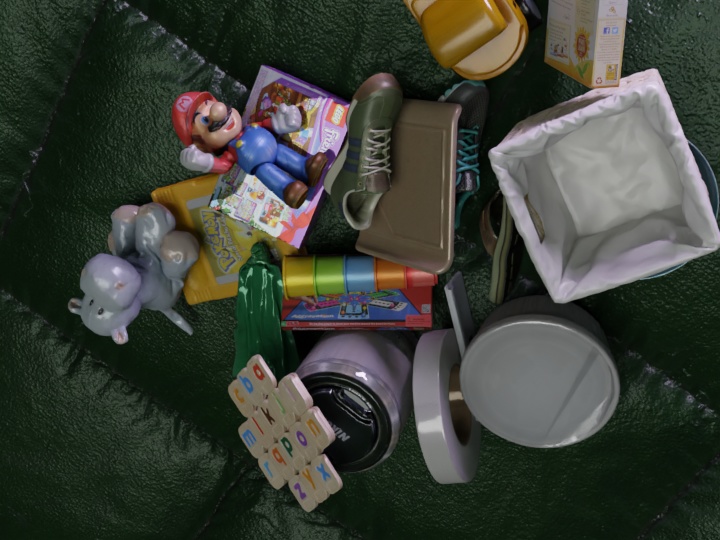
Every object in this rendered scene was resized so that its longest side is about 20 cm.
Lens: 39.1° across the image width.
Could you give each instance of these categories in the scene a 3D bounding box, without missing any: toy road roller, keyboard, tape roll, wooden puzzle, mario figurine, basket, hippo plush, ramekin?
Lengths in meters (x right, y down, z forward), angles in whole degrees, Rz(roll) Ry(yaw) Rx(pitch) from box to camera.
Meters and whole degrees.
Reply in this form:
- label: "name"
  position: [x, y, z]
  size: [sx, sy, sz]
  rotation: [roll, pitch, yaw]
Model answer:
- label: "toy road roller"
  position: [0.110, -0.311, 1.145]
  size: [0.123, 0.146, 0.200]
  rotation: [-31, 100, 26]
- label: "keyboard"
  position: [0.146, 0.102, 1.360]
  size: [0.011, 0.056, 0.201]
  rotation: [-6, 110, 24]
- label: "tape roll"
  position: [0.115, 0.175, 1.321]
  size: [0.037, 0.203, 0.203]
  rotation: [-9, 109, 20]
- label: "wooden puzzle"
  position: [0.060, -0.109, 1.245]
  size: [0.185, 0.037, 0.201]
  rotation: [19, 108, 52]
- label: "mario figurine"
  position: [-0.142, -0.161, 1.244]
  size: [0.200, 0.123, 0.106]
  rotation: [30, 116, 2]
- label: "basket"
  position: [0.280, -0.102, 1.143]
  size: [0.199, 0.161, 0.199]
  rotation: [-21, 105, 25]
- label: "hippo plush"
  position: [-0.331, 0.011, 1.395]
  size: [0.159, 0.161, 0.200]
  rotation: [35, 134, 21]
- label: "ramekin"
  position: [0.233, 0.123, 1.309]
  size: [0.202, 0.094, 0.203]
  rotation: [6, 121, 11]

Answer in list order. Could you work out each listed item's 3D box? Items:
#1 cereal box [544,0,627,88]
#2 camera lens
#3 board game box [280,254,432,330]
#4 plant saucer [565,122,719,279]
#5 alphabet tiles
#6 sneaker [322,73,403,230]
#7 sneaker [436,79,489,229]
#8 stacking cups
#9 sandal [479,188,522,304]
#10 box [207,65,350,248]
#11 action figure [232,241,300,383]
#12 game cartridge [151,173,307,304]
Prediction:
- label: "cereal box"
  position: [0.248, -0.313, 1.104]
  size: [0.039, 0.144, 0.201]
  rotation: [-4, 114, -10]
- label: "camera lens"
  position: [-0.007, 0.160, 1.352]
  size: [0.159, 0.200, 0.161]
  rotation: [6, 114, 15]
- label: "board game box"
  position: [-0.004, 0.028, 1.344]
  size: [0.199, 0.019, 0.103]
  rotation: [-1, 68, 8]
- label: "plant saucer"
  position: [0.332, -0.086, 1.238]
  size: [0.199, 0.027, 0.201]
  rotation: [6, 114, 14]
- label: "alphabet tiles"
  position: [-0.096, 0.207, 1.288]
  size: [0.196, 0.015, 0.200]
  rotation: [55, 144, 11]
- label: "sneaker"
  position: [0.016, -0.132, 1.217]
  size: [0.090, 0.067, 0.200]
  rotation: [65, 147, 32]
- label: "sneaker"
  position: [0.121, -0.134, 1.240]
  size: [0.091, 0.077, 0.200]
  rotation: [53, 136, 43]
- label: "stacking cups"
  position: [0.000, 0.000, 1.315]
  size: [0.199, 0.061, 0.061]
  rotation: [-5, 111, 3]
- label: "sandal"
  position: [0.176, -0.051, 1.277]
  size: [0.057, 0.080, 0.202]
  rotation: [20, 118, 24]
- label: "box"
  position: [-0.099, -0.147, 1.316]
  size: [0.136, 0.039, 0.201]
  rotation: [25, 103, 7]
- label: "action figure"
  position: [-0.131, 0.058, 1.398]
  size: [0.118, 0.055, 0.201]
  rotation: [5, 110, 22]
- label: "game cartridge"
  position: [-0.183, -0.050, 1.414]
  size: [0.199, 0.032, 0.177]
  rotation: [-13, 108, 20]
